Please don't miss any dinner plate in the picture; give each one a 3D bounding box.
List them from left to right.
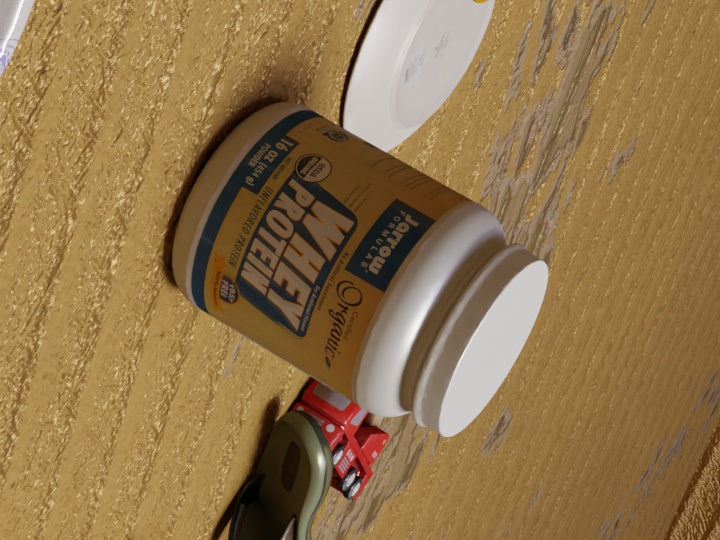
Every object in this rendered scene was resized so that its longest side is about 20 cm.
[{"bbox_3d":[0.051,-0.163,1.480,0.200,0.024,0.201,-49,158,-28],"label":"dinner plate"}]

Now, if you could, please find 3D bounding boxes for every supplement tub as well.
[{"bbox_3d":[0.000,0.000,1.307,0.145,0.199,0.145,-50,159,-28],"label":"supplement tub"}]

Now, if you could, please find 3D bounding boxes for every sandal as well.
[{"bbox_3d":[-0.073,0.195,1.628,0.057,0.080,0.202,-17,130,-40],"label":"sandal"}]

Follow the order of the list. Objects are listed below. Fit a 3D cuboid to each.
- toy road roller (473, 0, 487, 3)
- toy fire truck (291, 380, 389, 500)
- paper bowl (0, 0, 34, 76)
[{"bbox_3d":[0.005,-0.212,1.147,0.146,0.123,0.200,-40,157,-12],"label":"toy road roller"},{"bbox_3d":[0.007,0.112,1.730,0.141,0.049,0.200,-56,160,-14],"label":"toy fire truck"},{"bbox_3d":[-0.208,-0.109,0.753,0.201,0.104,0.201,-51,159,-28],"label":"paper bowl"}]
